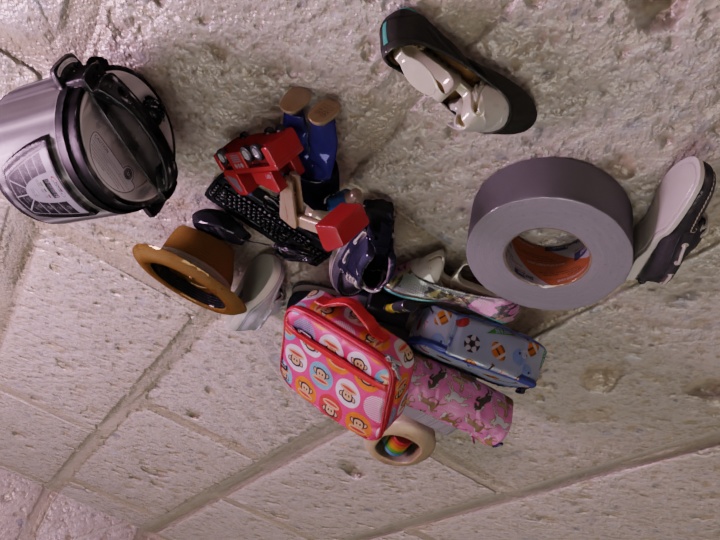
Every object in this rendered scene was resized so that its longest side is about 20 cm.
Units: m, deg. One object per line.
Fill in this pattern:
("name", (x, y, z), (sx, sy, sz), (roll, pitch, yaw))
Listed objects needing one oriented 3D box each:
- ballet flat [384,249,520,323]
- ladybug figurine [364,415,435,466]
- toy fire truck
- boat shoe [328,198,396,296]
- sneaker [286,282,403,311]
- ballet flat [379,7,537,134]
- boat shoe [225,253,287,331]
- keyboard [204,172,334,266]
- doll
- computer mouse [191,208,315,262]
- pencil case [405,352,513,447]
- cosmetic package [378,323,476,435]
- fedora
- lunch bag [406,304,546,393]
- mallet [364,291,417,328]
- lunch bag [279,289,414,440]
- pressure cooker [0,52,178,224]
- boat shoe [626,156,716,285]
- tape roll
("ballet flat", (0.128, 0.014, 0.934), (0.195, 0.070, 0.073), (16, 126, 8))
("ladybug figurine", (0.078, 0.318, 1.318), (0.133, 0.073, 0.201), (23, 142, -7))
("toy fire truck", (-0.088, -0.098, 0.812), (0.198, 0.049, 0.143), (6, 131, 52))
("boat shoe", (0.000, 0.000, 0.929), (0.072, 0.095, 0.202), (5, 144, -11))
("sneaker", (-0.024, 0.073, 1.047), (0.194, 0.083, 0.071), (1, 140, 19))
("ballet flat", (0.097, -0.184, 0.694), (0.197, 0.070, 0.068), (30, 141, -16))
("boat shoe", (-0.155, 0.039, 1.081), (0.070, 0.072, 0.201), (11, 146, -27))
("keyboard", (-0.124, -0.066, 0.951), (0.197, 0.040, 0.104), (32, 141, -19))
("doll", (-0.055, -0.122, 0.842), (0.134, 0.049, 0.202), (25, 147, 16))
("computer mouse", (-0.151, -0.053, 0.964), (0.195, 0.035, 0.059), (18, 162, 11))
("pencil case", (0.134, 0.195, 1.023), (0.197, 0.088, 0.083), (27, 167, -14))
("cosmetic package", (0.088, 0.175, 1.111), (0.196, 0.109, 0.090), (27, 144, -10))
("fedora", (-0.242, -0.008, 1.014), (0.196, 0.083, 0.201), (23, 160, 8))
("lunch bag", (0.170, 0.118, 1.005), (0.196, 0.077, 0.160), (23, 169, -5))
("mallet", (0.038, 0.045, 0.886), (0.064, 0.042, 0.200), (19, 173, 3))
("lunch bag", (-0.020, 0.122, 0.951), (0.197, 0.081, 0.180), (28, 127, 25))
("pressure cooker", (-0.320, -0.153, 0.812), (0.195, 0.184, 0.175), (-5, 177, 25))
("boat shoe", (0.355, -0.047, 0.761), (0.059, 0.075, 0.202), (12, 145, 5))
("tape roll", (0.229, -0.039, 0.826), (0.195, 0.067, 0.203), (11, 142, 9))
